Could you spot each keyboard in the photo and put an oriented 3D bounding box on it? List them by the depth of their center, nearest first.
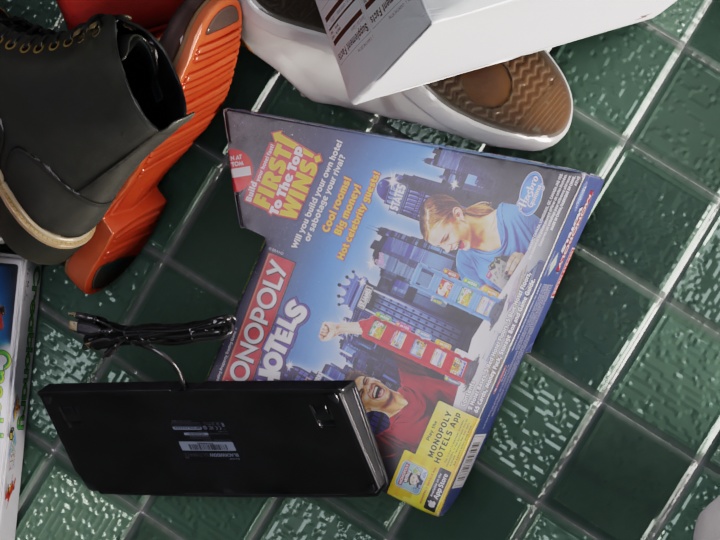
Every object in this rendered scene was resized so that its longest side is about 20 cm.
[{"bbox_3d":[-0.087,0.070,1.594,0.199,0.021,0.128,-2,126,30],"label":"keyboard"}]

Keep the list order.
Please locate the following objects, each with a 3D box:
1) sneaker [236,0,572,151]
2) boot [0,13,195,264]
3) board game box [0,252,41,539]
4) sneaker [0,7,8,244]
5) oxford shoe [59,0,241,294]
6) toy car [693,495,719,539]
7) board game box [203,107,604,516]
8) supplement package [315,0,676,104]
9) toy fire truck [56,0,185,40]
[{"bbox_3d":[0.019,-0.117,1.627,0.199,0.085,0.073,25,66,-8],"label":"sneaker"},{"bbox_3d":[-0.169,-0.123,1.563,0.138,0.077,0.201,-39,82,41],"label":"boot"},{"bbox_3d":[-0.252,0.087,1.674,0.125,0.035,0.202,5,88,12],"label":"board game box"},{"bbox_3d":[-0.225,-0.112,1.663,0.077,0.078,0.201,-19,90,-11],"label":"sneaker"},{"bbox_3d":[-0.129,-0.080,1.611,0.072,0.071,0.201,40,121,14],"label":"oxford shoe"},{"bbox_3d":[0.209,0.210,1.521,0.200,0.150,0.175,-42,81,6],"label":"toy car"},{"bbox_3d":[0.000,0.000,1.617,0.199,0.062,0.201,25,95,14],"label":"board game box"},{"bbox_3d":[0.065,-0.220,1.541,0.190,0.147,0.201,-17,83,-20],"label":"supplement package"},{"bbox_3d":[-0.129,-0.218,1.584,0.128,0.200,0.177,-14,84,10],"label":"toy fire truck"}]
